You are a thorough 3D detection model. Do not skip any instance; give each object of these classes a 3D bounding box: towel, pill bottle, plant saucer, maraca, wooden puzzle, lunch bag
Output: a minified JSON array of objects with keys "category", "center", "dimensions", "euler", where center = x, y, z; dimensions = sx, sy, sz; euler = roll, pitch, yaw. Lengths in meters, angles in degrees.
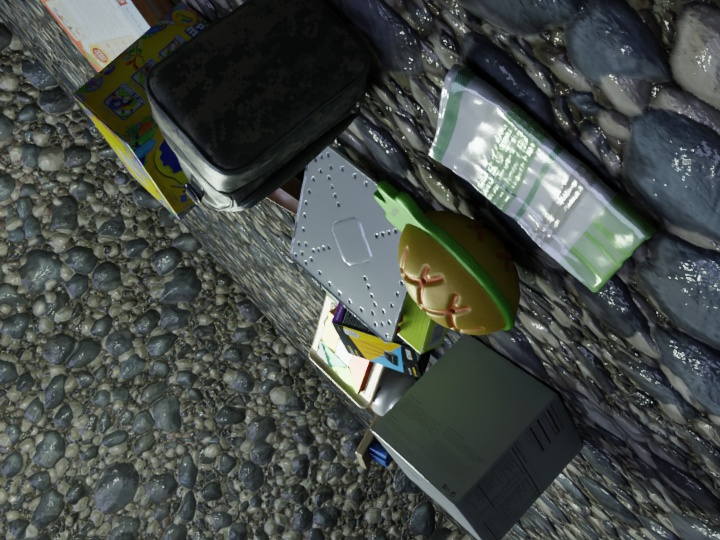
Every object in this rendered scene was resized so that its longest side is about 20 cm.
[{"category":"towel","center":[0.139,-0.069,0.728],"dimensions":[0.200,0.031,0.149],"euler":[44,169,12]},{"category":"pill bottle","center":[0.052,0.239,1.856],"dimensions":[0.200,0.114,0.115],"euler":[41,167,25]},{"category":"plant saucer","center":[-0.138,-0.138,1.366],"dimensions":[0.200,0.035,0.200],"euler":[31,173,4]},{"category":"maraca","center":[0.086,-0.014,0.908],"dimensions":[0.200,0.107,0.137],"euler":[46,169,1]},{"category":"wooden puzzle","center":[-0.026,0.159,1.789],"dimensions":[0.185,0.037,0.201],"euler":[41,131,26]},{"category":"lunch bag","center":[-0.094,-0.157,0.857],"dimensions":[0.139,0.200,0.168],"euler":[48,165,6]}]

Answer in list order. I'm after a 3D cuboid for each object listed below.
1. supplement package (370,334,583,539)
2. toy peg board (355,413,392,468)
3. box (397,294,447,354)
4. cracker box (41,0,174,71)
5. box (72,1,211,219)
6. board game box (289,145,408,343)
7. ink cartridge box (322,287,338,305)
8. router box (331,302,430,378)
[{"category":"supplement package","center":[0.164,0.236,1.238],"dimensions":[0.191,0.200,0.147],"euler":[34,164,47]},{"category":"toy peg board","center":[0.084,0.370,2.022],"dimensions":[0.097,0.200,0.200],"euler":[27,164,13]},{"category":"box","center":[0.037,0.001,1.146],"dimensions":[0.200,0.047,0.123],"euler":[39,133,33]},{"category":"cracker box","center":[-0.347,-0.360,1.253],"dimensions":[0.199,0.058,0.134],"euler":[5,141,43]},{"category":"box","center":[-0.245,-0.213,1.201],"dimensions":[0.122,0.193,0.200],"euler":[40,167,23]},{"category":"board game box","center":[-0.003,-0.040,1.108],"dimensions":[0.200,0.026,0.201],"euler":[40,136,27]},{"category":"ink cartridge box","center":[0.000,0.000,1.416],"dimensions":[0.199,0.048,0.146],"euler":[0,137,45]},{"category":"router box","center":[0.039,0.119,1.507],"dimensions":[0.148,0.051,0.200],"euler":[18,163,14]}]
